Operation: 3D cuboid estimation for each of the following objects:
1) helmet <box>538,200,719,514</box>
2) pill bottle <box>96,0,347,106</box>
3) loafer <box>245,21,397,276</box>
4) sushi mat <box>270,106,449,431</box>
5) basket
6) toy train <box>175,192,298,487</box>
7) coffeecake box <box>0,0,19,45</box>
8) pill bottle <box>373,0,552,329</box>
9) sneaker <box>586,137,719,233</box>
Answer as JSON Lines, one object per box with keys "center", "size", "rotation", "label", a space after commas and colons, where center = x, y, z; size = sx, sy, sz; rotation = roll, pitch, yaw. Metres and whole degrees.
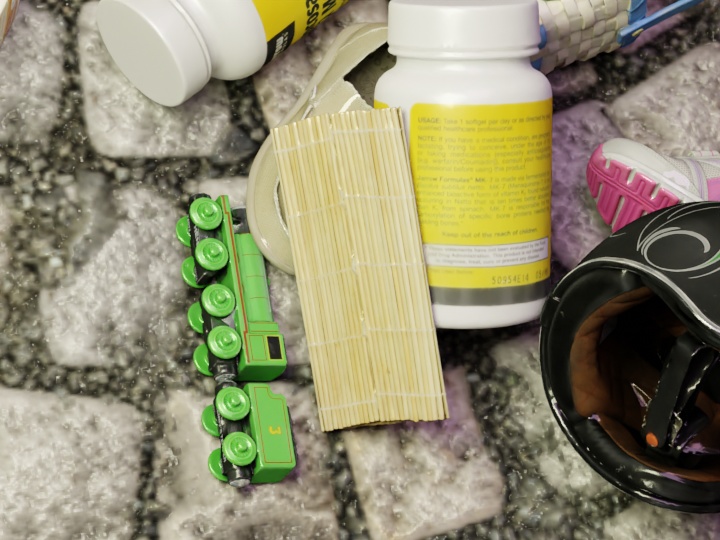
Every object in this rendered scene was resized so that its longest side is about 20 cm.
{"center": [0.230, 0.050, 1.618], "size": [0.190, 0.200, 0.200], "rotation": [-11, 68, -41], "label": "helmet"}
{"center": [-0.073, -0.198, 1.697], "size": [0.200, 0.112, 0.112], "rotation": [-40, 81, -24], "label": "pill bottle"}
{"center": [-0.012, -0.088, 1.677], "size": [0.076, 0.068, 0.200], "rotation": [34, 61, -22], "label": "loafer"}
{"center": [0.000, 0.000, 1.604], "size": [0.012, 0.095, 0.201], "rotation": [-17, 100, -55], "label": "sushi mat"}
{"center": [0.153, -0.230, 1.749], "size": [0.200, 0.139, 0.177], "rotation": [-33, 76, -13], "label": "basket"}
{"center": [-0.077, 0.042, 1.632], "size": [0.056, 0.042, 0.201], "rotation": [1, 66, -24], "label": "toy train"}
{"center": [-0.322, -0.133, 1.631], "size": [0.153, 0.073, 0.200], "rotation": [24, 64, -2], "label": "coffeecake box"}
{"center": [0.065, -0.071, 1.626], "size": [0.114, 0.114, 0.201], "rotation": [-2, 101, -14], "label": "pill bottle"}
{"center": [0.246, -0.044, 1.730], "size": [0.200, 0.081, 0.088], "rotation": [25, 59, -9], "label": "sneaker"}
